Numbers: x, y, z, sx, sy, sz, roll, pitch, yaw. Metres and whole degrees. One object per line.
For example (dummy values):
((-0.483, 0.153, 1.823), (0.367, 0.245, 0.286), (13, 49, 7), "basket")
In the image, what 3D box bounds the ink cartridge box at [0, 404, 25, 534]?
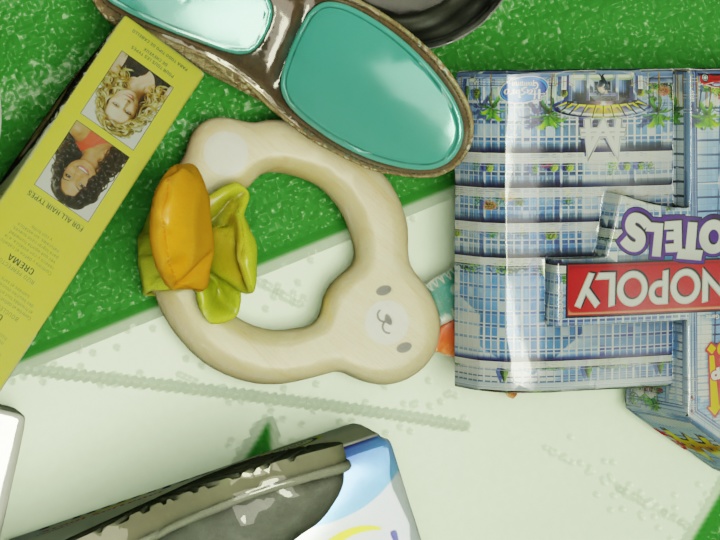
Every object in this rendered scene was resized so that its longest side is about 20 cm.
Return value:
((-0.232, 0.151, 1.295), (0.114, 0.068, 0.201), (13, 87, -11), "ink cartridge box")

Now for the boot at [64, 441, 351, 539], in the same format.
((-0.053, 0.193, 1.223), (0.181, 0.073, 0.201), (-25, 88, 5), "boot")

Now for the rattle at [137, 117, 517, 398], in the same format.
((0.000, 0.000, 1.306), (0.199, 0.143, 0.131), (29, 67, -3), "rattle")

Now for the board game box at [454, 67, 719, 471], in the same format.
((0.145, 0.004, 1.348), (0.199, 0.062, 0.201), (-3, 94, -26), "board game box")

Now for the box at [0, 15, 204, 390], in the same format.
((-0.147, -0.018, 1.274), (0.050, 0.075, 0.201), (35, 61, -10), "box")

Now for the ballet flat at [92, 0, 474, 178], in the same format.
((-0.035, -0.107, 1.327), (0.199, 0.065, 0.071), (31, 93, -1), "ballet flat")

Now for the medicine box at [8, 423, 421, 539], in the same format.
((-0.050, 0.194, 1.311), (0.181, 0.103, 0.201), (-18, 94, -10), "medicine box")

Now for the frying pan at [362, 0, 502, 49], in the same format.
((0.011, -0.199, 1.357), (0.114, 0.031, 0.191), (-16, 90, -10), "frying pan")
